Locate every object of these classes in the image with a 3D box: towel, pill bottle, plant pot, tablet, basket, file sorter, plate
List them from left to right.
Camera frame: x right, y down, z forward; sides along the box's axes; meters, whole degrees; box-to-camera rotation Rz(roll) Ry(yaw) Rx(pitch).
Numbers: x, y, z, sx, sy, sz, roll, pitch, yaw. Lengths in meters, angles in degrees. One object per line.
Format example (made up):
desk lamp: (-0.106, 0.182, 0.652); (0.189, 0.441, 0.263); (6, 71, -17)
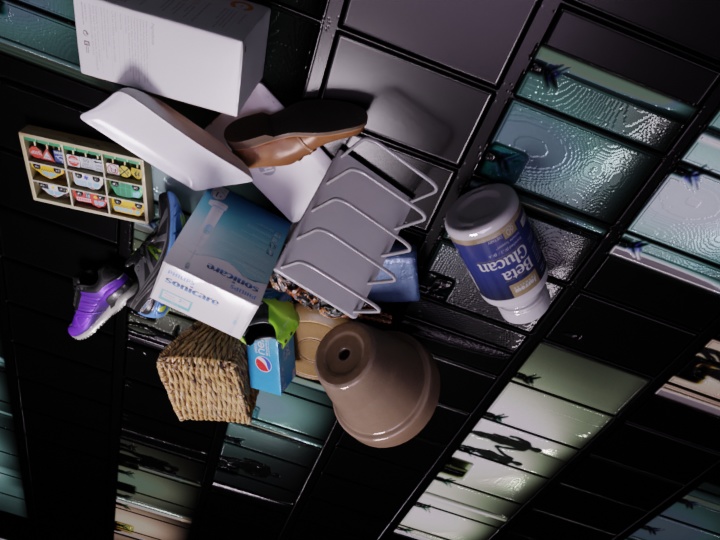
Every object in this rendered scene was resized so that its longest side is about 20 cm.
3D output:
plate: (-0.265, -0.179, 0.814); (0.199, 0.033, 0.198); (33, 163, -35)
basket: (-0.274, 0.176, 1.104); (0.146, 0.144, 0.202); (2, 135, 5)
tablet: (-0.124, -0.168, 0.881); (0.129, 0.014, 0.200); (-29, 118, 30)
plant pot: (-0.088, 0.145, 1.123); (0.196, 0.028, 0.202); (5, 130, 6)
towel: (0.000, 0.000, 0.973); (0.196, 0.049, 0.113); (1, 130, 11)
file sorter: (0.000, -0.058, 0.805); (0.138, 0.202, 0.124); (31, 165, -17)
plant pot: (0.015, 0.171, 0.983); (0.197, 0.203, 0.175); (-16, 143, 22)
pill bottle: (0.213, -0.018, 0.877); (0.110, 0.112, 0.201); (-19, 124, 24)

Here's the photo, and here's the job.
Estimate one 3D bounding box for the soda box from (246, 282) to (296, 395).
soda box: (-0.162, 0.120, 1.060); (0.067, 0.064, 0.203); (11, 119, 18)

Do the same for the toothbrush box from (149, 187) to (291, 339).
toothbrush box: (-0.205, -0.019, 0.895); (0.145, 0.202, 0.086); (26, 129, -13)

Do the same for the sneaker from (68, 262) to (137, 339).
sneaker: (-0.500, 0.048, 1.100); (0.199, 0.070, 0.100); (-33, 110, 27)

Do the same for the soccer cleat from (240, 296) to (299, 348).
soccer cleat: (-0.193, 0.074, 0.953); (0.197, 0.082, 0.068); (9, 143, 23)

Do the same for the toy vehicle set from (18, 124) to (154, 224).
toy vehicle set: (-0.432, -0.151, 0.943); (0.197, 0.027, 0.126); (12, 130, 0)

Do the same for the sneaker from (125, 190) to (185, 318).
sneaker: (-0.326, -0.029, 0.930); (0.081, 0.071, 0.203); (11, 86, -3)

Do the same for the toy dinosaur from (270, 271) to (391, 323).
toy dinosaur: (-0.041, 0.032, 0.931); (0.197, 0.104, 0.136); (4, 158, -23)

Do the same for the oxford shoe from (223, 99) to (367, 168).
oxford shoe: (-0.084, -0.186, 0.821); (0.196, 0.072, 0.072); (-9, 140, 7)

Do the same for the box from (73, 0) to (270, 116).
box: (-0.226, -0.286, 0.730); (0.197, 0.125, 0.098); (15, 131, -2)
